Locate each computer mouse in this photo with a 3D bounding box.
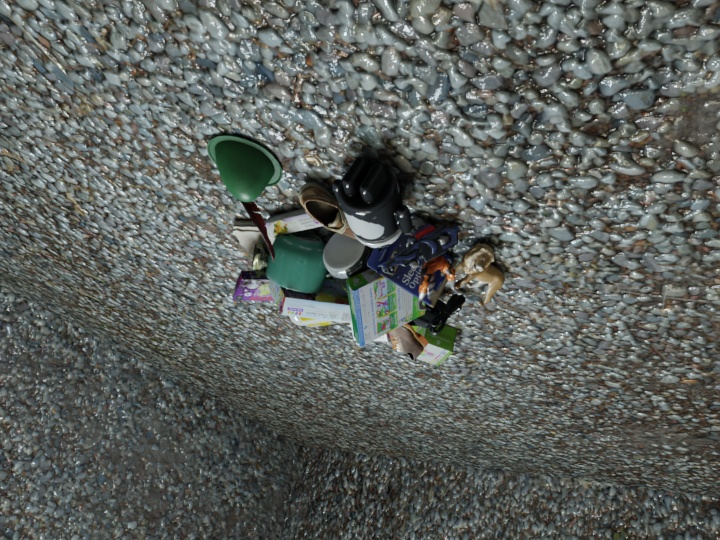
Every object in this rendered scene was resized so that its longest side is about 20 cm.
[{"bbox_3d":[0.172,0.098,1.655,0.053,0.139,0.198,52,155,-20],"label":"computer mouse"}]

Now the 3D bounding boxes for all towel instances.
[{"bbox_3d":[-0.246,-0.063,1.672,0.129,0.035,0.201,4,151,26],"label":"towel"}]

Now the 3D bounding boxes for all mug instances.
[{"bbox_3d":[-0.145,-0.034,1.561,0.147,0.118,0.185,17,-164,3],"label":"mug"}]

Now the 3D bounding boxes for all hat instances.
[{"bbox_3d":[-0.258,-0.157,1.329,0.193,0.181,0.167,12,154,10],"label":"hat"}]

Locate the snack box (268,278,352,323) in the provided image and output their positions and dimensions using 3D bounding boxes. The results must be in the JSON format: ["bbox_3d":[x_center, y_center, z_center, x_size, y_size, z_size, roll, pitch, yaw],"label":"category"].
[{"bbox_3d":[-0.119,0.066,1.583,0.194,0.054,0.142,9,-159,-27],"label":"snack box"}]

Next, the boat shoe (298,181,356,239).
[{"bbox_3d":[-0.052,-0.113,1.382,0.196,0.073,0.076,28,117,-21],"label":"boat shoe"}]

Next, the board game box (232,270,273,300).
[{"bbox_3d":[-0.229,0.043,1.663,0.194,0.033,0.120,2,155,-24],"label":"board game box"}]

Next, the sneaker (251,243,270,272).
[{"bbox_3d":[-0.224,-0.015,1.653,0.085,0.079,0.201,-3,158,10],"label":"sneaker"}]

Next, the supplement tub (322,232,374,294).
[{"bbox_3d":[0.000,0.000,1.539,0.119,0.126,0.201,2,150,28],"label":"supplement tub"}]

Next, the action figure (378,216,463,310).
[{"bbox_3d":[0.126,-0.019,1.380,0.194,0.200,0.104,-17,-171,-11],"label":"action figure"}]

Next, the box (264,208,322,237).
[{"bbox_3d":[-0.153,-0.116,1.492,0.196,0.042,0.039,-8,119,41],"label":"box"}]

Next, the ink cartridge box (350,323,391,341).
[{"bbox_3d":[0.016,0.089,1.708,0.116,0.042,0.206,-2,108,37],"label":"ink cartridge box"}]

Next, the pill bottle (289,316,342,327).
[{"bbox_3d":[-0.116,0.101,1.818,0.197,0.117,0.113,-12,142,45],"label":"pill bottle"}]

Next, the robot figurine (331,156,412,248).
[{"bbox_3d":[0.023,-0.131,1.264,0.122,0.153,0.201,-23,147,0],"label":"robot figurine"}]

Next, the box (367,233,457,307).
[{"bbox_3d":[0.119,-0.016,1.439,0.197,0.124,0.032,30,179,-25],"label":"box"}]

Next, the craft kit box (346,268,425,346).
[{"bbox_3d":[0.066,0.066,1.520,0.193,0.049,0.204,-22,136,-15],"label":"craft kit box"}]

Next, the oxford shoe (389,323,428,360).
[{"bbox_3d":[0.107,0.176,1.676,0.199,0.074,0.071,39,169,-37],"label":"oxford shoe"}]

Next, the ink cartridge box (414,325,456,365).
[{"bbox_3d":[0.167,0.199,1.874,0.194,0.078,0.148,18,154,-4],"label":"ink cartridge box"}]

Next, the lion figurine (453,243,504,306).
[{"bbox_3d":[0.282,0.007,1.450,0.121,0.074,0.198,-34,145,24],"label":"lion figurine"}]
